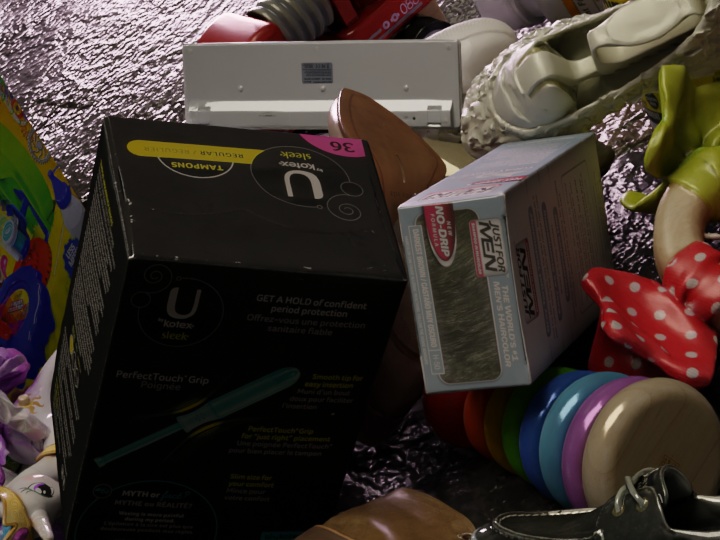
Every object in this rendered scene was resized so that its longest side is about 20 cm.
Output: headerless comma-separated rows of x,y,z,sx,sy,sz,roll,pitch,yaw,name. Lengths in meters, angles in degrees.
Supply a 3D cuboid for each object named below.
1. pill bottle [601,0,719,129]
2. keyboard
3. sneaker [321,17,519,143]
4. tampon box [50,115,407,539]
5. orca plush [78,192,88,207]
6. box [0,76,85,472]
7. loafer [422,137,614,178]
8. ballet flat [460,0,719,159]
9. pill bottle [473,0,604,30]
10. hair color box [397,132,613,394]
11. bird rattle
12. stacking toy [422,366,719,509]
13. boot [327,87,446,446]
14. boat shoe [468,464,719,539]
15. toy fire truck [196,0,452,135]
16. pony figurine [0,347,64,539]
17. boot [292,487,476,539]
0.192,-0.185,1.431,0.112,0.201,0.113,-21,22,9,pill bottle
-0.027,-0.119,1.555,0.199,0.057,0.011,2,4,25,keyboard
0.035,-0.078,1.565,0.200,0.075,0.089,-39,43,-1,sneaker
-0.078,0.037,1.302,0.149,0.201,0.127,5,37,-17,tampon box
-0.132,-0.040,1.629,0.199,0.105,0.072,-2,66,47,orca plush
-0.281,0.003,1.583,0.121,0.193,0.201,-10,37,29,box
0.057,-0.051,1.474,0.199,0.069,0.076,-20,1,19,loafer
0.131,-0.122,1.376,0.199,0.072,0.072,-25,31,25,ballet flat
0.172,-0.217,1.590,0.199,0.111,0.111,-10,36,30,pill bottle
0.083,-0.008,1.299,0.060,0.100,0.200,-6,10,19,hair color box
0.203,-0.018,1.303,0.162,0.113,0.201,-1,43,15,bird rattle
0.098,0.084,1.270,0.085,0.086,0.200,-43,27,-20,stacking toy
0.000,0.000,1.414,0.147,0.070,0.200,-65,28,22,boot
0.144,0.124,1.134,0.198,0.071,0.072,1,16,19,boat shoe
-0.037,-0.176,1.622,0.176,0.201,0.128,-42,33,-19,toy fire truck
-0.194,0.097,1.444,0.192,0.168,0.200,13,36,38,pony figurine
0.045,0.155,1.219,0.075,0.074,0.200,-32,28,-22,boot
